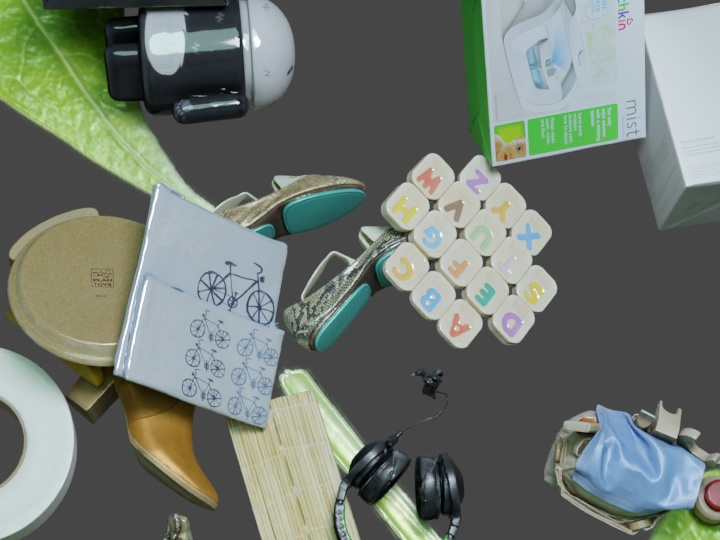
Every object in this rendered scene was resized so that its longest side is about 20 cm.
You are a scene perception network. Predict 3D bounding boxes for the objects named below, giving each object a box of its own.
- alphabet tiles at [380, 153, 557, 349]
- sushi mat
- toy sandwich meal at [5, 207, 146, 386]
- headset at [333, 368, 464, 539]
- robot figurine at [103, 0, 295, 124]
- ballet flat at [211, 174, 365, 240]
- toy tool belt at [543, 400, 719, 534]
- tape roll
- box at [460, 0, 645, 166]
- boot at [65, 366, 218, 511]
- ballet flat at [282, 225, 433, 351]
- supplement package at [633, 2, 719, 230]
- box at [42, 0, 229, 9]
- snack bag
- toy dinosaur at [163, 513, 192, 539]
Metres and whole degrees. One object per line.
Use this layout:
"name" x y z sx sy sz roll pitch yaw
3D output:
"alphabet tiles" 0.114 -0.022 1.743 0.200 0.015 0.196 46 57 -7
"sushi mat" -0.062 0.222 1.681 0.095 0.012 0.201 -15 71 -10
"toy sandwich meal" -0.262 0.026 1.684 0.203 0.070 0.206 6 50 -7
"headset" 0.046 0.198 1.654 0.123 0.094 0.201 16 71 2
"robot figurine" -0.168 -0.225 1.787 0.198 0.125 0.152 -4 88 -5
"ballet flat" -0.093 -0.064 1.762 0.199 0.071 0.065 -23 58 -16
"toy tool belt" 0.284 0.193 1.657 0.198 0.123 0.126 17 69 2
"tape roll" -0.379 0.173 1.665 0.201 0.037 0.204 1 69 -3
"box" 0.201 -0.230 1.770 0.175 0.201 0.097 -10 29 -8
"boot" -0.179 0.127 1.679 0.201 0.071 0.144 38 72 14
"ballet flat" 0.000 0.000 1.747 0.200 0.068 0.075 -39 61 -14
"supplement package" 0.359 -0.163 1.799 0.119 0.121 0.202 -9 71 -8
"box" -0.235 -0.324 1.796 0.191 0.048 0.200 0 25 -5
"snack bag" -0.146 0.036 1.662 0.188 0.021 0.202 25 66 -39
"toy dinosaur" -0.130 0.324 1.621 0.087 0.047 0.201 -17 71 5
